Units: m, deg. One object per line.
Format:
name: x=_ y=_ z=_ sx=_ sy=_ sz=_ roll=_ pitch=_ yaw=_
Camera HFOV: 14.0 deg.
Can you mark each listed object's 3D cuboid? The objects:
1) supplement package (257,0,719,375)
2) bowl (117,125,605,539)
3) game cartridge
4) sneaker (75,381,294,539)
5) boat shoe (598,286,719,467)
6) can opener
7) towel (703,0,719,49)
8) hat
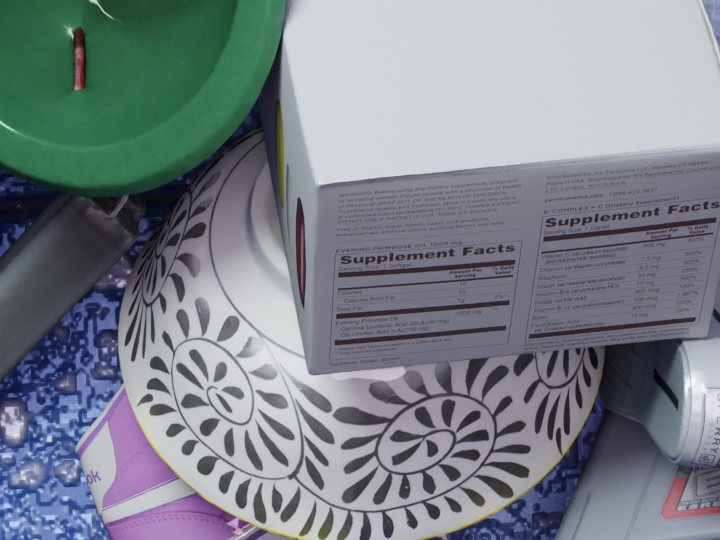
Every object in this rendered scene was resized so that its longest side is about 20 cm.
supplement package: x=0.041 y=-0.079 z=1.091 sx=0.155 sy=0.111 sz=0.200 roll=-6 pitch=51 yaw=-8
bowl: x=0.000 y=0.000 z=1.162 sx=0.200 sy=0.094 sz=0.201 roll=0 pitch=56 yaw=0
game cartridge: x=0.179 y=0.072 z=1.162 sx=0.199 sy=0.133 sz=0.041 roll=-10 pitch=118 yaw=28
sneaker: x=-0.025 y=0.050 z=1.219 sx=0.200 sy=0.073 sz=0.115 roll=-30 pitch=87 yaw=-2
boat shoe: x=0.139 y=0.035 z=1.166 sx=0.067 sy=0.200 sz=0.074 roll=4 pitch=110 yaw=-8
can opener: x=-0.117 y=-0.028 z=1.196 sx=0.066 sy=0.053 sz=0.200 roll=37 pitch=110 yaw=-10
towel: x=0.180 y=-0.082 z=1.143 sx=0.146 sy=0.024 sz=0.201 roll=8 pitch=123 yaw=31
hat: x=-0.080 y=-0.135 z=1.127 sx=0.166 sy=0.176 sz=0.200 roll=-39 pitch=83 yaw=24
